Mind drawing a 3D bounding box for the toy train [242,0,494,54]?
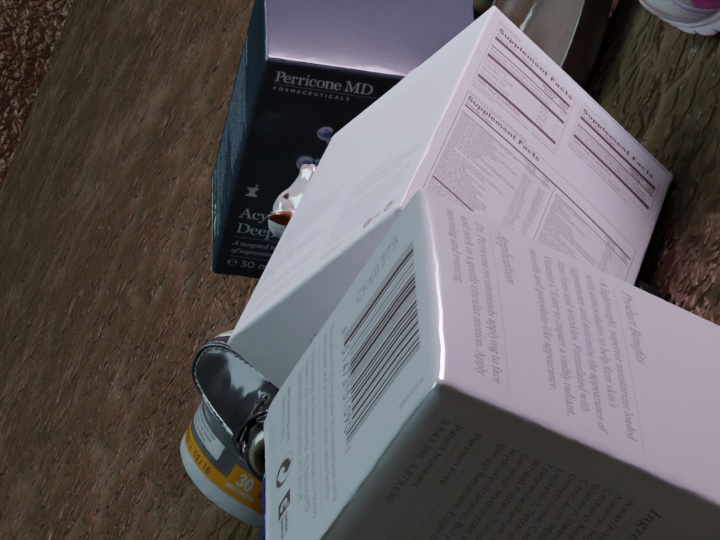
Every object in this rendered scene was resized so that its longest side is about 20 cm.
[{"bbox_3d":[0.022,-0.179,1.921,0.116,0.200,0.085,-44,64,33],"label":"toy train"}]

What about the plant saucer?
[{"bbox_3d":[0.118,-0.144,1.813,0.200,0.032,0.200,-159,90,-75],"label":"plant saucer"}]

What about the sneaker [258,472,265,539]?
[{"bbox_3d":[-0.009,0.124,1.596,0.075,0.088,0.200,-18,36,43],"label":"sneaker"}]

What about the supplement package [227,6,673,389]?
[{"bbox_3d":[0.054,-0.008,1.516,0.152,0.151,0.200,-37,18,38],"label":"supplement package"}]

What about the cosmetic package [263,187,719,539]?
[{"bbox_3d":[0.077,0.099,1.321,0.165,0.200,0.165,-55,19,29],"label":"cosmetic package"}]

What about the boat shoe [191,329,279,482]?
[{"bbox_3d":[-0.046,0.108,1.744,0.200,0.065,0.072,44,119,28],"label":"boat shoe"}]

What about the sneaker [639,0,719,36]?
[{"bbox_3d":[0.200,-0.195,1.537,0.200,0.088,0.081,-25,44,66],"label":"sneaker"}]

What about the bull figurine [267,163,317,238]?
[{"bbox_3d":[0.000,0.000,1.693,0.121,0.065,0.200,-23,38,17],"label":"bull figurine"}]

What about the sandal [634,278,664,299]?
[{"bbox_3d":[0.101,0.076,1.546,0.201,0.048,0.075,-56,19,30],"label":"sandal"}]

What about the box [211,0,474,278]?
[{"bbox_3d":[-0.013,-0.093,1.861,0.107,0.148,0.200,-93,14,-47],"label":"box"}]

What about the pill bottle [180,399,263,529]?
[{"bbox_3d":[-0.031,0.071,1.843,0.200,0.116,0.116,-60,18,23],"label":"pill bottle"}]
